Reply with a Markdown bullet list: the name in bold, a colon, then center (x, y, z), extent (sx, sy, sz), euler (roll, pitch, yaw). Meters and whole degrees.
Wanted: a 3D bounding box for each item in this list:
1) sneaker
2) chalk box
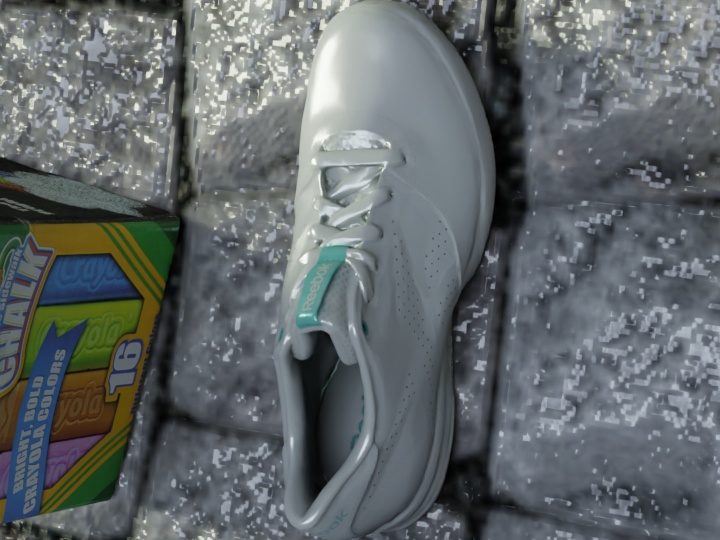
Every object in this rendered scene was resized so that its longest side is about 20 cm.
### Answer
- **sneaker**: center (0.000, 0.000, 0.951), extent (0.075, 0.088, 0.201), euler (1, 92, 25)
- **chalk box**: center (-0.176, 0.023, 0.970), extent (0.124, 0.200, 0.124), euler (18, 99, 23)
